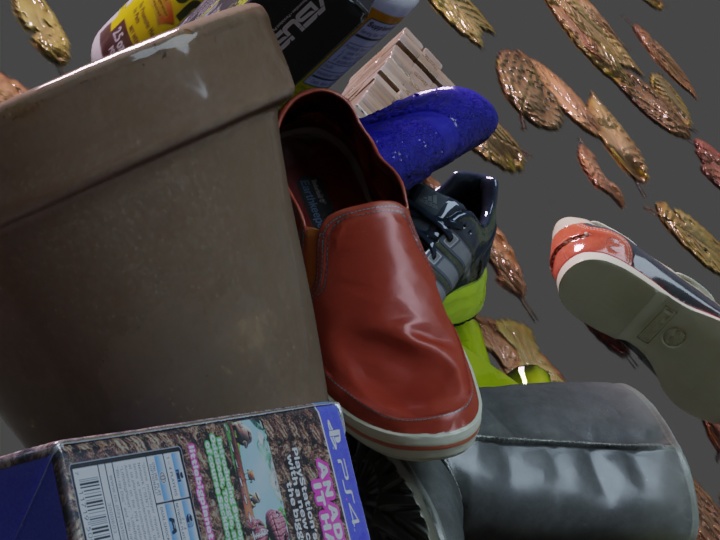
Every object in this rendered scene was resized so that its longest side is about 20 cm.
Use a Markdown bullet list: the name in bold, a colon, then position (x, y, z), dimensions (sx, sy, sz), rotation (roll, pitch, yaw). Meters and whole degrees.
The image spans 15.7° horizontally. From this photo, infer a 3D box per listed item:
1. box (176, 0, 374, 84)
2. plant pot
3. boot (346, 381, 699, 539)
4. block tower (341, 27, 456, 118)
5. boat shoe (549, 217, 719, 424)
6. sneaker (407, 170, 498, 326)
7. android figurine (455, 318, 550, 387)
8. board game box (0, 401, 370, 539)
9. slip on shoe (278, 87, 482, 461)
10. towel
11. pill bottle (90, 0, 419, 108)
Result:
- **box**: position (-0.070, -0.097, 1.258), dimensions (0.044, 0.200, 0.160), rotation (44, 21, -12)
- **plant pot**: position (-0.097, 0.006, 1.086), dimensions (0.175, 0.199, 0.200), rotation (66, 21, -3)
- **boot**: position (0.072, 0.115, 1.188), dimensions (0.199, 0.073, 0.183), rotation (16, 44, -38)
- **block tower**: position (0.012, -0.090, 1.604), dimensions (0.054, 0.058, 0.200), rotation (45, 23, -7)
- **boat shoe**: position (0.205, 0.034, 1.759), dimensions (0.200, 0.071, 0.063), rotation (34, 22, -23)
- **sneaker**: position (0.019, -0.004, 1.398), dimensions (0.074, 0.081, 0.200), rotation (23, 24, 14)
- **android figurine**: position (0.092, 0.111, 1.443), dimensions (0.182, 0.041, 0.200), rotation (36, 23, -30)
- **board game box**: position (-0.074, 0.140, 0.917), dimensions (0.200, 0.096, 0.160), rotation (-2, 77, -64)
- **slip on shoe**: position (0.000, 0.000, 1.149), dimensions (0.074, 0.061, 0.201), rotation (-9, 52, -17)
- **towel**: position (-0.022, -0.048, 1.339), dimensions (0.050, 0.147, 0.200), rotation (63, 22, -3)
- **pill bottle**: position (-0.043, -0.147, 1.392), dimensions (0.109, 0.200, 0.109), rotation (40, 23, -20)
